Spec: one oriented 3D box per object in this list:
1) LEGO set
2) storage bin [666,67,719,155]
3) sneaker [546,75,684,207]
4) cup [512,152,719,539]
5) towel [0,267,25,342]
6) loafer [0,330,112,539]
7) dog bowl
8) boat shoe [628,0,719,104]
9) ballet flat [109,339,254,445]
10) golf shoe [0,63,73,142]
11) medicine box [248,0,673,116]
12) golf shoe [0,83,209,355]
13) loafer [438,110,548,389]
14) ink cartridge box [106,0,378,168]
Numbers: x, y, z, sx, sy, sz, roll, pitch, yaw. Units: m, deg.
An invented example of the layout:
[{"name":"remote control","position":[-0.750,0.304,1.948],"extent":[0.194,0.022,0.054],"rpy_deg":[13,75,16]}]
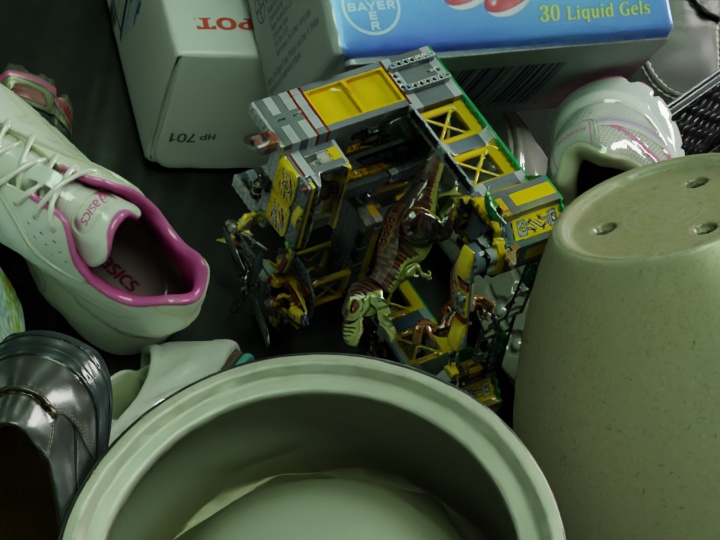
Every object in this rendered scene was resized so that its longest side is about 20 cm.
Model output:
[{"name":"LEGO set","position":[0.000,0.000,1.279],"extent":[0.116,0.200,0.154],"rpy_deg":[-20,67,-27]},{"name":"storage bin","position":[0.236,-0.042,1.460],"extent":[0.135,0.094,0.200],"rpy_deg":[41,51,18]},{"name":"sneaker","position":[0.144,0.006,1.338],"extent":[0.200,0.081,0.088],"rpy_deg":[56,26,-1]},{"name":"cup","position":[0.148,0.034,1.196],"extent":[0.200,0.144,0.200],"rpy_deg":[-15,23,7]},{"name":"towel","position":[-0.196,0.030,1.197],"extent":[0.048,0.200,0.172],"rpy_deg":[-19,51,8]},{"name":"loafer","position":[-0.142,0.127,1.118],"extent":[0.073,0.201,0.072],"rpy_deg":[5,21,9]},{"name":"dog bowl","position":[-0.018,0.134,1.079],"extent":[0.199,0.074,0.201],"rpy_deg":[-3,55,4]},{"name":"boat shoe","position":[0.171,-0.166,1.565],"extent":[0.072,0.065,0.200],"rpy_deg":[9,49,-13]},{"name":"ballet flat","position":[-0.100,0.083,1.238],"extent":[0.069,0.070,0.200],"rpy_deg":[24,24,3]},{"name":"golf shoe","position":[-0.235,-0.060,1.335],"extent":[0.199,0.073,0.092],"rpy_deg":[6,50,-14]},{"name":"medicine box","position":[0.036,-0.183,1.373],"extent":[0.182,0.103,0.201],"rpy_deg":[-6,75,-21]},{"name":"golf shoe","position":[-0.149,-0.040,1.284],"extent":[0.200,0.091,0.075],"rpy_deg":[38,70,-17]},{"name":"loafer","position":[0.082,-0.012,1.408],"extent":[0.070,0.070,0.200],"rpy_deg":[30,36,-47]},{"name":"ink cartridge box","position":[-0.056,-0.155,1.469],"extent":[0.146,0.086,0.200],"rpy_deg":[-1,49,-20]}]
